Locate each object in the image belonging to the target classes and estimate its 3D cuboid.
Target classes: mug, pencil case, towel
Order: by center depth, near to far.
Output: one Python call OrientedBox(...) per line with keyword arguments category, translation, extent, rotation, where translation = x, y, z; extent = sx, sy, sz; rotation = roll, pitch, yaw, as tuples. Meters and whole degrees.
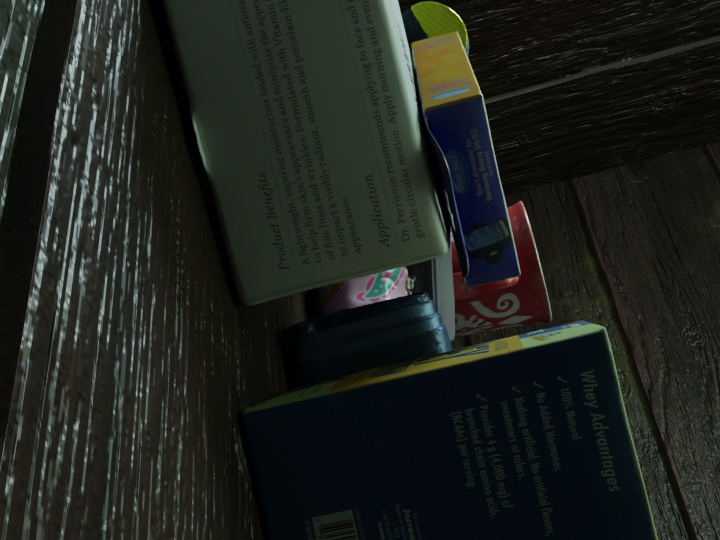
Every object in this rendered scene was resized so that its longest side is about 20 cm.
OrientedBox(category="towel", translation=(0.023, 0.122, 0.663), extent=(0.049, 0.111, 0.201), rotation=(13, 63, -83))
OrientedBox(category="pencil case", translation=(0.016, 0.085, 0.790), extent=(0.087, 0.087, 0.201), rotation=(42, 35, -76))
OrientedBox(category="mug", translation=(0.090, 0.004, 1.031), extent=(0.178, 0.199, 0.134), rotation=(60, 18, -62))

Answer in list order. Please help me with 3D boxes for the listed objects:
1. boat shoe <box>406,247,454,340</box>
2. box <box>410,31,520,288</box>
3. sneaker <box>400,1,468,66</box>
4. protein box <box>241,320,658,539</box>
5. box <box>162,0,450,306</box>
OrientedBox(category="boat shoe", translation=(0.042, -0.022, 0.850), extent=(0.070, 0.066, 0.201), rotation=(-108, -170, -62))
OrientedBox(category="box", translation=(0.068, -0.076, 0.635), extent=(0.200, 0.041, 0.119), rotation=(-93, 168, -64))
OrientedBox(category="sneaker", translation=(0.017, -0.124, 0.778), extent=(0.074, 0.200, 0.082), rotation=(46, 18, 2))
OrientedBox(category="protein box", translation=(0.062, 0.148, 0.563), extent=(0.135, 0.199, 0.199), rotation=(10, 66, -82))
OrientedBox(category="box", translation=(-0.024, -0.100, 0.639), extent=(0.200, 0.130, 0.200), rotation=(-58, 134, -80))
